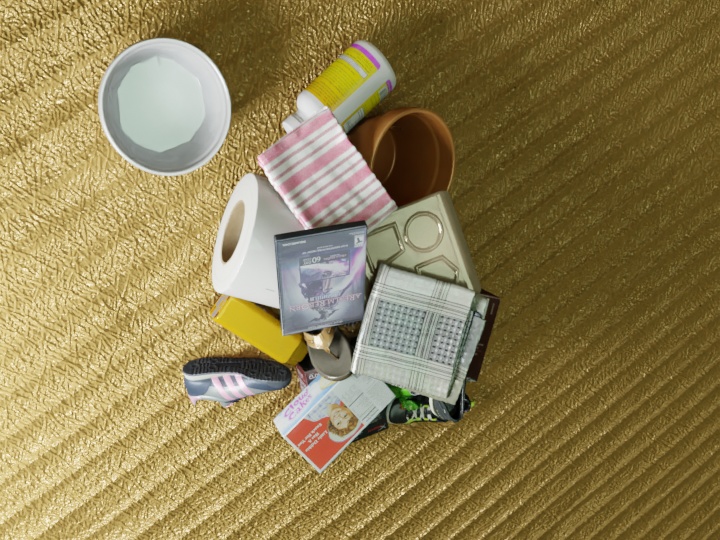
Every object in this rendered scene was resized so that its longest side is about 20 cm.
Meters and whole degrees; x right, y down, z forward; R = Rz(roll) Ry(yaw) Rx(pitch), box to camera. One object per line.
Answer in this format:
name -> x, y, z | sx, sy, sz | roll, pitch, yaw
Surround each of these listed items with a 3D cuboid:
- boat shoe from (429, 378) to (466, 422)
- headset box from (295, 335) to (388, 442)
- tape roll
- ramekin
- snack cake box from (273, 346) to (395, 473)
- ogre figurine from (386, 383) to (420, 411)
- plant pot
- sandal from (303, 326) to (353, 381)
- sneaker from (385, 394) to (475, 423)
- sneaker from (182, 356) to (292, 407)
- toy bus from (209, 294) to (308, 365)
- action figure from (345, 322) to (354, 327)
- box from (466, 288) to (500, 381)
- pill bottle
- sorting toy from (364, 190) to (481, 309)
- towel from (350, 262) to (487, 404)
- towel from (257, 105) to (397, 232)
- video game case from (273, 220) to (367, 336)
boat shoe -> 0.152, 0.171, 1.217 | 0.073, 0.066, 0.204 | -5, 106, -21
headset box -> -0.038, 0.231, 1.368 | 0.146, 0.077, 0.204 | -18, 110, -18
tape roll -> -0.150, -0.045, 1.175 | 0.137, 0.202, 0.206 | 17, 97, -26
ramekin -> -0.308, -0.256, 1.103 | 0.196, 0.105, 0.204 | -6, 106, -22
snack cake box -> -0.046, 0.253, 1.291 | 0.200, 0.067, 0.115 | -44, 119, -7
ogre figurine -> 0.120, 0.220, 1.386 | 0.200, 0.118, 0.100 | -38, 113, -60
plant pot -> 0.051, -0.191, 1.242 | 0.198, 0.139, 0.204 | -16, 116, -35
sandal -> -0.069, 0.104, 1.267 | 0.080, 0.203, 0.055 | -21, 157, 11
sneaker -> 0.146, 0.279, 1.458 | 0.196, 0.083, 0.073 | -11, 108, -21
sneaker -> -0.218, 0.206, 1.266 | 0.196, 0.070, 0.084 | 3, 115, 6
toy bus -> -0.174, 0.105, 1.273 | 0.199, 0.078, 0.066 | 37, 88, -27
action figure -> 0.000, 0.000, 1.240 | 0.116, 0.103, 0.203 | -10, 121, -2
box -> 0.130, 0.091, 1.335 | 0.163, 0.200, 0.167 | 10, 100, -24
pill bottle -> -0.039, -0.293, 1.211 | 0.200, 0.104, 0.105 | -44, 116, -7
sorting toy -> 0.085, -0.014, 1.182 | 0.197, 0.036, 0.188 | -21, 98, -2
towel -> 0.098, 0.106, 1.157 | 0.196, 0.035, 0.196 | 16, 95, -4
towel -> -0.049, -0.135, 1.099 | 0.146, 0.030, 0.201 | -38, 98, -13
video game case -> -0.060, 0.016, 1.105 | 0.140, 0.019, 0.203 | -10, 132, -13
